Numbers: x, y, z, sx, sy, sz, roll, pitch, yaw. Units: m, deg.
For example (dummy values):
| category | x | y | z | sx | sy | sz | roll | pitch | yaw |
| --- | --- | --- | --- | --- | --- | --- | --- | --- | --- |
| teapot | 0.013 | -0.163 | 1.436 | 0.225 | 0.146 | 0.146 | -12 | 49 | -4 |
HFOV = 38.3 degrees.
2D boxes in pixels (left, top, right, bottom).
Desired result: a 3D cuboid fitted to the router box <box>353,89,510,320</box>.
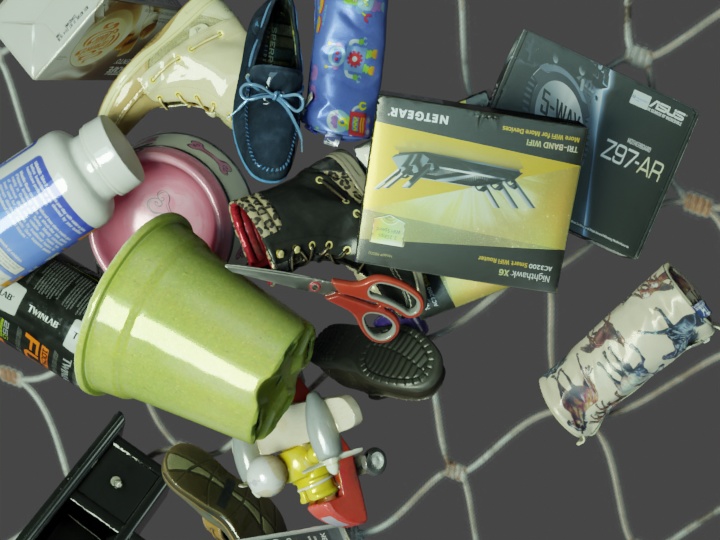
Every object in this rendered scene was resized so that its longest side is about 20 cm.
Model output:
| category | x | y | z | sx | sy | sz | roll | pitch | yaw |
| --- | --- | --- | --- | --- | --- | --- | --- | --- | --- |
| router box | 0.101 | -0.070 | 1.110 | 0.155 | 0.052 | 0.203 | -21 | 95 | 16 |

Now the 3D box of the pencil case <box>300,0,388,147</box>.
| category | x | y | z | sx | sy | sz | roll | pitch | yaw |
| --- | --- | --- | --- | --- | --- | --- | --- | --- | --- |
| pencil case | -0.017 | -0.234 | 1.093 | 0.085 | 0.078 | 0.204 | 2 | 102 | -21 |

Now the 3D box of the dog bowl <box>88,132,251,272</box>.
| category | x | y | z | sx | sy | sz | roll | pitch | yaw |
| --- | --- | --- | --- | --- | --- | --- | --- | --- | --- |
| dog bowl | -0.221 | -0.053 | 1.179 | 0.196 | 0.074 | 0.204 | 2 | 100 | 12 |

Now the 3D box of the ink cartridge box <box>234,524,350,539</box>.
| category | x | y | z | sx | sy | sz | roll | pitch | yaw |
| --- | --- | --- | --- | --- | --- | --- | --- | --- | --- |
| ink cartridge box | -0.130 | 0.372 | 1.161 | 0.044 | 0.197 | 0.200 | 54 | 129 | 37 |

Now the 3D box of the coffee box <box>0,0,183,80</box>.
| category | x | y | z | sx | sy | sz | roll | pitch | yaw |
| --- | --- | --- | --- | --- | --- | --- | --- | --- | --- |
| coffee box | -0.279 | -0.266 | 1.087 | 0.114 | 0.200 | 0.080 | -41 | 88 | 16 |

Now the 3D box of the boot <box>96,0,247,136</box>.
| category | x | y | z | sx | sy | sz | roll | pitch | yaw |
| --- | --- | --- | --- | --- | --- | --- | --- | --- | --- |
| boot | -0.178 | -0.184 | 1.138 | 0.155 | 0.073 | 0.200 | 43 | 90 | 1 |

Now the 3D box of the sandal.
| category | x | y | z | sx | sy | sz | roll | pitch | yaw |
| --- | --- | --- | --- | --- | --- | --- | --- | --- | --- |
| sandal | -0.161 | 0.285 | 1.218 | 0.199 | 0.082 | 0.054 | 41 | 130 | -14 |

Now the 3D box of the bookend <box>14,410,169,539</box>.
| category | x | y | z | sx | sy | sz | roll | pitch | yaw |
| --- | --- | --- | --- | --- | --- | --- | --- | --- | --- |
| bookend | -0.262 | 0.308 | 1.186 | 0.199 | 0.200 | 0.092 | 35 | 144 | 3 |

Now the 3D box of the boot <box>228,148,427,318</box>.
| category | x | y | z | sx | sy | sz | roll | pitch | yaw |
| --- | --- | --- | --- | --- | --- | --- | --- | --- | --- |
| boot | -0.033 | -0.019 | 1.065 | 0.202 | 0.149 | 0.073 | 61 | 150 | 12 |

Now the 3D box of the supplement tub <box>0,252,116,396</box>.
| category | x | y | z | sx | sy | sz | roll | pitch | yaw |
| --- | --- | --- | --- | --- | --- | --- | --- | --- | --- |
| supplement tub | -0.339 | 0.055 | 1.201 | 0.198 | 0.122 | 0.124 | 29 | 105 | 7 |

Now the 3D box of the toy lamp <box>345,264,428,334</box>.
| category | x | y | z | sx | sy | sz | roll | pitch | yaw |
| --- | --- | --- | --- | --- | --- | --- | --- | --- | --- |
| toy lamp | 0.000 | 0.000 | 1.146 | 0.058 | 0.058 | 0.201 | -41 | 88 | 17 |

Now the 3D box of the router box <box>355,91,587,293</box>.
| category | x | y | z | sx | sy | sz | roll | pitch | yaw |
| --- | --- | --- | --- | --- | --- | --- | --- | --- | --- |
| router box | 0.102 | -0.075 | 0.987 | 0.196 | 0.052 | 0.160 | 8 | 104 | 1 |

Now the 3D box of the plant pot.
| category | x | y | z | sx | sy | sz | roll | pitch | yaw |
| --- | --- | --- | --- | --- | --- | --- | --- | --- | --- |
| plant pot | -0.152 | 0.074 | 1.035 | 0.182 | 0.200 | 0.203 | 27 | 105 | 13 |

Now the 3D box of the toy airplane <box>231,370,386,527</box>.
| category | x | y | z | sx | sy | sz | roll | pitch | yaw |
| --- | --- | --- | --- | --- | --- | --- | --- | --- | --- |
| toy airplane | -0.077 | 0.184 | 1.140 | 0.197 | 0.141 | 0.202 | 27 | 136 | 28 |

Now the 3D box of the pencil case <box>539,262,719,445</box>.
| category | x | y | z | sx | sy | sz | roll | pitch | yaw |
| --- | --- | --- | --- | --- | --- | --- | --- | --- | --- |
| pencil case | 0.278 | 0.090 | 1.085 | 0.200 | 0.078 | 0.090 | -45 | 69 | 16 |

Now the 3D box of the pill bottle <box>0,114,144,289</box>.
| category | x | y | z | sx | sy | sz | roll | pitch | yaw |
| --- | --- | --- | --- | --- | --- | --- | --- | --- | --- |
| pill bottle | -0.332 | -0.076 | 1.098 | 0.198 | 0.112 | 0.113 | -31 | 93 | 4 |

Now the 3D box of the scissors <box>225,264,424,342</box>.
| category | x | y | z | sx | sy | sz | roll | pitch | yaw |
| --- | --- | --- | --- | --- | --- | --- | --- | --- | --- |
| scissors | -0.031 | 0.011 | 1.019 | 0.198 | 0.014 | 0.074 | 27 | 117 | -18 |

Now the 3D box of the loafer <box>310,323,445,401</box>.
| category | x | y | z | sx | sy | sz | roll | pitch | yaw |
| --- | --- | --- | --- | --- | --- | --- | --- | --- | --- |
| loafer | 0.027 | 0.103 | 1.121 | 0.073 | 0.199 | 0.072 | -53 | 123 | -19 |

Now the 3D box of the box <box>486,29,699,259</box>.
| category | x | y | z | sx | sy | sz | roll | pitch | yaw |
| --- | --- | --- | --- | --- | --- | --- | --- | --- | --- |
| box | 0.217 | -0.124 | 1.043 | 0.197 | 0.044 | 0.162 | 24 | 92 | -4 |

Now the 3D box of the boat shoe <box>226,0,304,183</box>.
| category | x | y | z | sx | sy | sz | roll | pitch | yaw |
| --- | --- | --- | --- | --- | --- | --- | --- | --- | --- |
| boat shoe | -0.097 | -0.193 | 1.063 | 0.083 | 0.069 | 0.204 | 0 | 71 | -20 |
